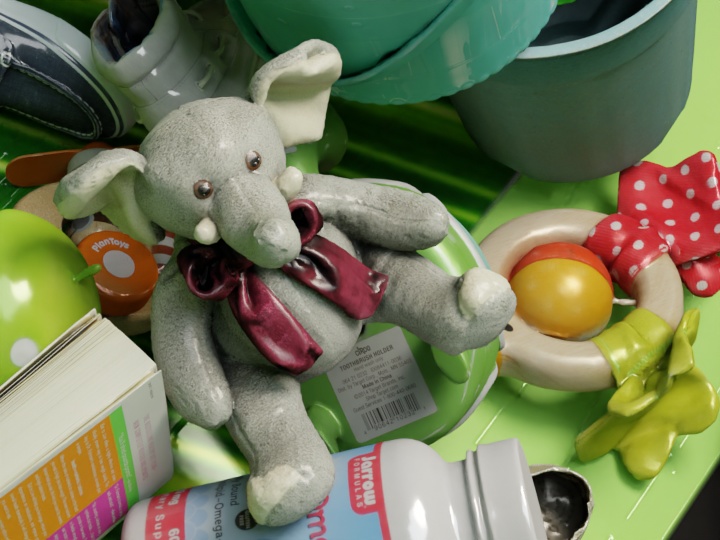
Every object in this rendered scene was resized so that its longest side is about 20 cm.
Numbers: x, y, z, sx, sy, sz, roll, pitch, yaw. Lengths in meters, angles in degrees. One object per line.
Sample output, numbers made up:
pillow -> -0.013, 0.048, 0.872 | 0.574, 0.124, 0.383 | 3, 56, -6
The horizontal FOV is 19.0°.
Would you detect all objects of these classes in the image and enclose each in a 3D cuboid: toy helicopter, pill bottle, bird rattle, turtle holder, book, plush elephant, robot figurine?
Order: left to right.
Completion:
robot figurine -> -0.219, 0.027, 1.067 | 0.199, 0.176, 0.116 | -1, 47, 6
book -> -0.177, 0.126, 1.018 | 0.200, 0.134, 0.048 | -40, 65, -21
toy helicopter -> -0.111, -0.025, 1.197 | 0.200, 0.079, 0.132 | -12, 59, -38
plush elephant -> -0.048, -0.016, 1.016 | 0.165, 0.155, 0.200 | -37, 53, -6
pill bottle -> -0.009, 0.145, 1.062 | 0.199, 0.109, 0.109 | -14, 66, 7
turtle holder -> -0.003, 0.011, 1.171 | 0.185, 0.141, 0.132 | 38, 20, 10
bird rattle -> 0.142, 0.010, 1.251 | 0.163, 0.113, 0.200 | 6, 57, 1

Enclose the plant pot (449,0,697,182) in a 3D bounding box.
plant pot -> 0.112, -0.159, 1.242 | 0.200, 0.196, 0.201 | -4, 64, 9

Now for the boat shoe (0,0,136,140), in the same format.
boat shoe -> -0.226, -0.110, 1.192 | 0.200, 0.071, 0.091 | 30, 59, 4

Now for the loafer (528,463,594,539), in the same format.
loafer -> 0.050, 0.158, 1.149 | 0.200, 0.068, 0.076 | -36, 80, -32

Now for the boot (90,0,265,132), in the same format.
boot -> -0.098, -0.129, 1.187 | 0.096, 0.073, 0.200 | 52, 13, -25

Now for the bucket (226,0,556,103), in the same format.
bucket -> 0.011, -0.192, 1.085 | 0.207, 0.135, 0.208 | -5, 63, 10
